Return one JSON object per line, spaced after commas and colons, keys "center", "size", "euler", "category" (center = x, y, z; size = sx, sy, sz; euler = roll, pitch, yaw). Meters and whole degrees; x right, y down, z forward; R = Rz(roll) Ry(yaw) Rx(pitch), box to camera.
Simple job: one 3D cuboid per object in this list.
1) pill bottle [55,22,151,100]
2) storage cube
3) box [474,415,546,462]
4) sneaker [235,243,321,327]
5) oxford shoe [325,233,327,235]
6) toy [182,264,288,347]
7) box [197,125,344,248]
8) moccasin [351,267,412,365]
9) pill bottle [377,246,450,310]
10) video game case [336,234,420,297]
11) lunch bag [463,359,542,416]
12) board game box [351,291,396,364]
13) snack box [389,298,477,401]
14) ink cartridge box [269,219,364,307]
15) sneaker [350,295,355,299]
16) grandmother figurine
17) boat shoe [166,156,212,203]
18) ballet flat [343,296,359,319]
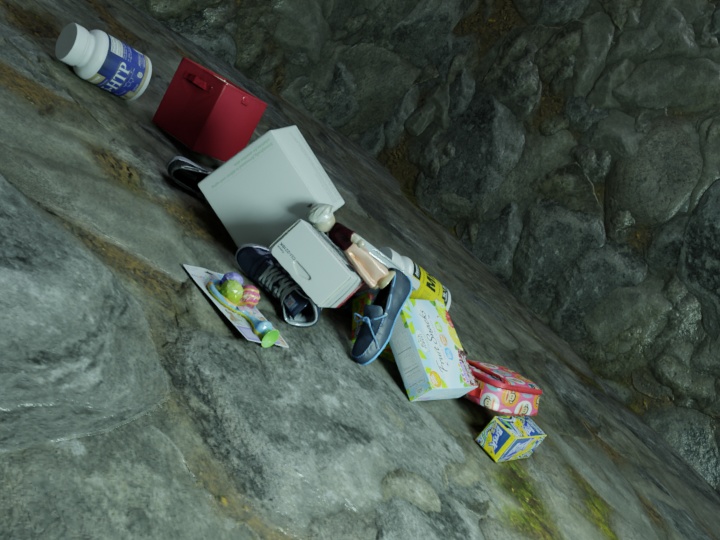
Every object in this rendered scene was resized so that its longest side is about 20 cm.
{"center": [-0.605, -0.493, 1.829], "size": [0.199, 0.120, 0.120], "euler": [22, 21, -49], "category": "pill bottle"}
{"center": [-0.372, -0.391, 1.933], "size": [0.170, 0.181, 0.200], "euler": [34, 9, 27], "category": "storage cube"}
{"center": [0.318, 0.351, 1.631], "size": [0.064, 0.070, 0.199], "euler": [44, 14, 30], "category": "box"}
{"center": [-0.150, 0.029, 1.443], "size": [0.200, 0.070, 0.109], "euler": [39, 11, -13], "category": "sneaker"}
{"center": [-0.116, -0.093, 1.900], "size": [0.072, 0.085, 0.200], "euler": [28, 16, -31], "category": "oxford shoe"}
{"center": [-0.199, 0.046, 1.304], "size": [0.200, 0.047, 0.115], "euler": [48, 14, 30], "category": "toy"}
{"center": [-0.176, -0.154, 1.571], "size": [0.201, 0.198, 0.171], "euler": [56, 17, -6], "category": "box"}
{"center": [0.027, 0.084, 1.510], "size": [0.080, 0.201, 0.068], "euler": [0, -34, 44], "category": "moccasin"}
{"center": [0.104, 0.038, 1.769], "size": [0.199, 0.114, 0.114], "euler": [36, 13, -33], "category": "pill bottle"}
{"center": [0.000, 0.000, 1.627], "size": [0.181, 0.024, 0.199], "euler": [36, -27, -23], "category": "video game case"}
{"center": [0.280, 0.256, 1.710], "size": [0.175, 0.083, 0.200], "euler": [12, 5, -28], "category": "lunch bag"}
{"center": [0.070, 0.135, 1.638], "size": [0.199, 0.047, 0.102], "euler": [30, 44, -32], "category": "board game box"}
{"center": [0.138, 0.161, 1.592], "size": [0.168, 0.068, 0.201], "euler": [8, 53, -48], "category": "snack box"}
{"center": [-0.076, -0.009, 1.458], "size": [0.144, 0.084, 0.200], "euler": [48, 5, 7], "category": "ink cartridge box"}
{"center": [0.012, 0.048, 1.817], "size": [0.200, 0.080, 0.115], "euler": [51, 35, -11], "category": "sneaker"}
{"center": [-0.022, -0.049, 1.453], "size": [0.200, 0.061, 0.121], "euler": [45, -24, -10], "category": "grandmother figurine"}
{"center": [-0.319, -0.181, 1.666], "size": [0.198, 0.074, 0.068], "euler": [30, 11, -32], "category": "boat shoe"}
{"center": [0.043, 0.105, 1.716], "size": [0.199, 0.073, 0.073], "euler": [23, 20, -34], "category": "ballet flat"}
